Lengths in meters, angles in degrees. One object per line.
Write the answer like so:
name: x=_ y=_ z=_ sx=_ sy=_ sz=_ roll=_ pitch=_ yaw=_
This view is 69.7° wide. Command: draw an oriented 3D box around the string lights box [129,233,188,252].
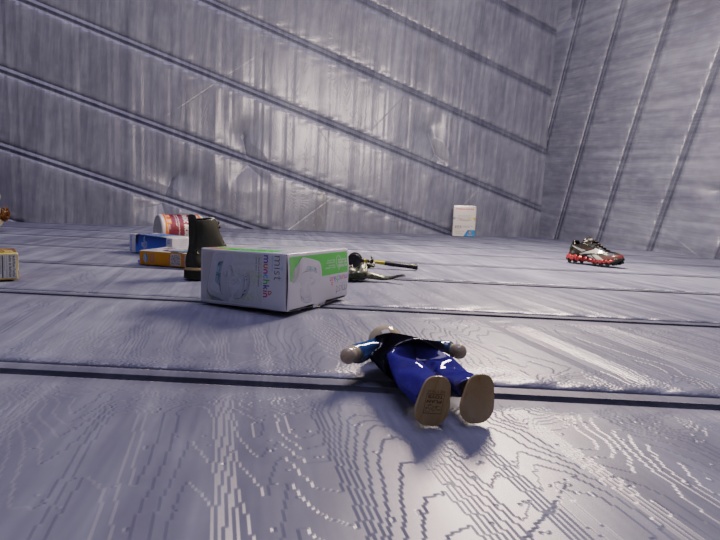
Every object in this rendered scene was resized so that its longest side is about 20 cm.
string lights box: x=-0.594 y=-0.079 z=1.564 sx=0.200 sy=0.059 sz=0.103 roll=7 pitch=8 yaw=32

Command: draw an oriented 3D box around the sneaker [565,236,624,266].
sneaker: x=0.824 y=-0.067 z=1.814 sx=0.071 sy=0.098 sz=0.200 roll=-1 pitch=9 yaw=-41

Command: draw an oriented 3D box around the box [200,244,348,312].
box: x=-0.144 y=0.008 z=0.904 sx=0.176 sy=0.097 sz=0.200 roll=4 pitch=6 yaw=27

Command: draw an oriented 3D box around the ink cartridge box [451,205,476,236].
ink cartridge box: x=0.675 y=-0.326 z=3.384 sx=0.147 sy=0.200 sz=0.145 roll=4 pitch=8 yaw=7

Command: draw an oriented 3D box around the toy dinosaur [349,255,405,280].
toy dinosaur: x=0.000 y=0.000 z=1.213 sx=0.200 sy=0.048 sz=0.088 roll=2 pitch=22 yaw=-6

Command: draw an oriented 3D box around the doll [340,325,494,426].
doll: x=0.047 y=0.089 z=0.510 sx=0.136 sy=0.049 sz=0.200 roll=2 pitch=8 yaw=-14

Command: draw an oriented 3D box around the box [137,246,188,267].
box: x=-0.471 y=-0.035 z=1.343 sx=0.200 sy=0.042 sz=0.119 roll=6 pitch=8 yaw=11

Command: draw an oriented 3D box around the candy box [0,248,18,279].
candy box: x=-0.772 y=-0.011 z=0.983 sx=0.200 sy=0.055 sz=0.115 roll=-3 pitch=9 yaw=-36

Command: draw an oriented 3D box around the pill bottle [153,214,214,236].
pill bottle: x=-0.617 y=-0.142 z=1.831 sx=0.200 sy=0.114 sz=0.114 roll=-3 pitch=9 yaw=-36

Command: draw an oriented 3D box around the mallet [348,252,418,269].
mallet: x=0.060 y=-0.021 z=1.441 sx=0.200 sy=0.041 sz=0.066 roll=8 pitch=7 yaw=10

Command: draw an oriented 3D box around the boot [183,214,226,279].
boot: x=-0.313 y=-0.057 z=1.173 sx=0.077 sy=0.139 sz=0.200 roll=6 pitch=7 yaw=21

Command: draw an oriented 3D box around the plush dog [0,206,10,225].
plush dog: x=-1.550 y=-0.215 z=2.132 sx=0.172 sy=0.161 sz=0.200 roll=25 pitch=48 yaw=36
